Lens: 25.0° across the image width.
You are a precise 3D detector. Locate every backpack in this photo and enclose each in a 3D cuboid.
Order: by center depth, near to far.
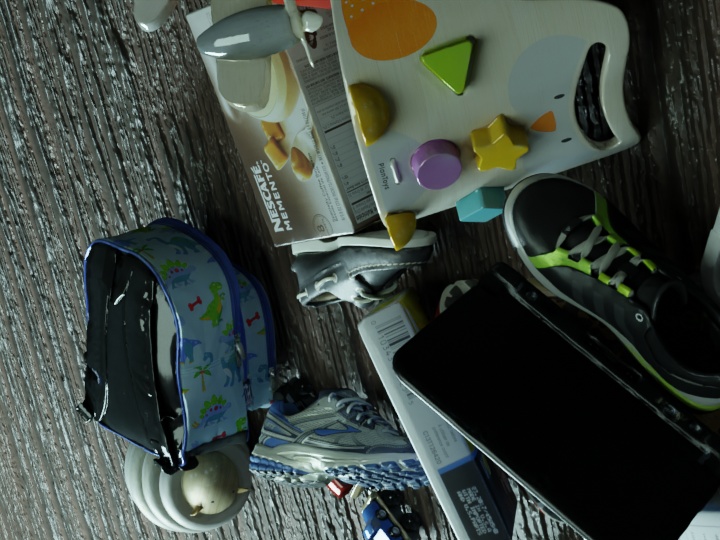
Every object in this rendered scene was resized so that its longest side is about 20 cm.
[{"bbox_3d":[-0.172,0.055,1.510,0.182,0.146,0.202,23,124,44],"label":"backpack"}]

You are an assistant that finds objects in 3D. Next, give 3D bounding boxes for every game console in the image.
[{"bbox_3d":[0.128,0.103,1.043,0.200,0.116,0.176,40,168,14],"label":"game console"}]

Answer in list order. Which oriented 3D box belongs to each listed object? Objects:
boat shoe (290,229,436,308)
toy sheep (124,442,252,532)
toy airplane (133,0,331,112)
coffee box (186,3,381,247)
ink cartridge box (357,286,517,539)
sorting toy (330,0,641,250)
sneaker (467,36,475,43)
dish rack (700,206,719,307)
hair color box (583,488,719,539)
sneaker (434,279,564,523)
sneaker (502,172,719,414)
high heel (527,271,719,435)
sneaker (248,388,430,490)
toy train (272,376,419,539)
[{"bbox_3d":[0.000,0.000,1.296,0.200,0.073,0.061,-4,88,60],"label":"boat shoe"},{"bbox_3d":[-0.177,0.197,1.635,0.200,0.137,0.139,11,123,66],"label":"toy sheep"},{"bbox_3d":[-0.073,-0.231,1.128,0.200,0.199,0.141,45,159,12],"label":"toy airplane"},{"bbox_3d":[-0.045,-0.130,1.280,0.114,0.079,0.201,-6,108,53],"label":"coffee box"},{"bbox_3d":[0.065,0.111,1.273,0.199,0.047,0.200,63,-170,-2],"label":"ink cartridge box"},{"bbox_3d":[0.089,-0.106,1.049,0.201,0.179,0.107,71,-169,-46],"label":"sorting toy"},{"bbox_3d":[0.096,-0.143,1.110,0.081,0.075,0.200,41,142,-8],"label":"sneaker"},{"bbox_3d":[0.293,-0.022,0.947,0.171,0.043,0.201,39,139,32],"label":"dish rack"},{"bbox_3d":[0.249,0.199,1.138,0.199,0.060,0.100,-9,105,54],"label":"hair color box"},{"bbox_3d":[0.120,0.099,1.246,0.201,0.077,0.085,63,165,7],"label":"sneaker"},{"bbox_3d":[0.177,0.006,1.017,0.200,0.072,0.083,43,165,5],"label":"sneaker"},{"bbox_3d":[0.178,0.073,1.131,0.199,0.071,0.144,1,107,42],"label":"high heel"},{"bbox_3d":[-0.011,0.141,1.414,0.199,0.077,0.086,-2,70,31],"label":"sneaker"},{"bbox_3d":[-0.015,0.182,1.481,0.200,0.046,0.034,50,144,17],"label":"toy train"}]
